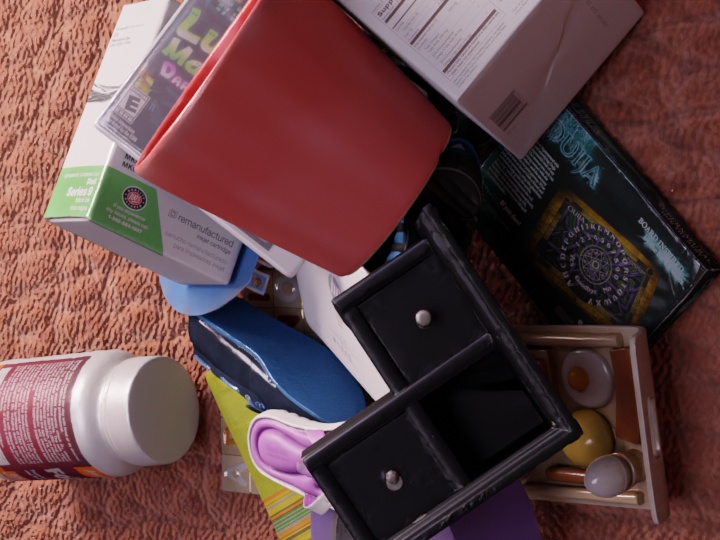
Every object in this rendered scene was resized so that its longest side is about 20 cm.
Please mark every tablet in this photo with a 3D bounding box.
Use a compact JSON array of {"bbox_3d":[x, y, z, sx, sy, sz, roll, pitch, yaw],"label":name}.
[{"bbox_3d":[-0.012,0.033,1.691,0.200,0.014,0.131,-135,31,-54],"label":"tablet"}]

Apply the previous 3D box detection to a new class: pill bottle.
[{"bbox_3d":[-0.250,0.132,1.913,0.199,0.114,0.115,-7,90,37],"label":"pill bottle"}]

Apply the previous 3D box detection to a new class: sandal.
[{"bbox_3d":[-0.032,0.158,1.657,0.202,0.050,0.083,4,106,52],"label":"sandal"}]

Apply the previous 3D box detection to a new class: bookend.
[{"bbox_3d":[0.024,0.089,1.534,0.198,0.092,0.201,-33,90,-1],"label":"bookend"}]

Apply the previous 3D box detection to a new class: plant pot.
[{"bbox_3d":[-0.043,-0.101,1.560,0.177,0.201,0.201,36,120,-9],"label":"plant pot"}]

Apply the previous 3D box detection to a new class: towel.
[{"bbox_3d":[-0.070,0.160,1.832,0.086,0.018,0.201,-36,73,33],"label":"towel"}]

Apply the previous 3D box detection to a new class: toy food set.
[{"bbox_3d":[0.148,0.118,1.622,0.199,0.060,0.144,-1,102,46],"label":"toy food set"}]

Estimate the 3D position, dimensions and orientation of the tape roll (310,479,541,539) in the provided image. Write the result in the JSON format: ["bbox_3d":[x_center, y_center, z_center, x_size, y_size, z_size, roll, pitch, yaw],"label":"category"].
[{"bbox_3d":[0.051,0.223,1.679,0.200,0.085,0.201,23,119,49],"label":"tape roll"}]

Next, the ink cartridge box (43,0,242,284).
[{"bbox_3d":[-0.154,-0.107,1.748,0.084,0.146,0.201,0,68,55],"label":"ink cartridge box"}]

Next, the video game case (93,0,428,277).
[{"bbox_3d":[-0.079,-0.126,1.658,0.200,0.023,0.182,37,92,2],"label":"video game case"}]

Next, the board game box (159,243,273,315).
[{"bbox_3d":[-0.100,-0.049,1.809,0.158,0.039,0.201,5,72,55],"label":"board game box"}]

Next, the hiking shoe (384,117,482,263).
[{"bbox_3d":[0.059,-0.018,1.660,0.074,0.087,0.201,21,132,-1],"label":"hiking shoe"}]

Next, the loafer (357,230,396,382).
[{"bbox_3d":[0.000,0.000,1.739,0.068,0.070,0.202,-1,95,38],"label":"loafer"}]

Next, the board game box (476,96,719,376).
[{"bbox_3d":[0.173,-0.029,1.632,0.200,0.028,0.135,53,123,21],"label":"board game box"}]

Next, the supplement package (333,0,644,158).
[{"bbox_3d":[0.077,-0.217,1.585,0.200,0.152,0.151,43,95,26],"label":"supplement package"}]

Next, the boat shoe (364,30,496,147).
[{"bbox_3d":[0.030,-0.151,1.711,0.199,0.056,0.069,23,108,33],"label":"boat shoe"}]

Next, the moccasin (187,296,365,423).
[{"bbox_3d":[-0.068,0.090,1.782,0.200,0.080,0.069,39,134,36],"label":"moccasin"}]

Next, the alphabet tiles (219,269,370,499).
[{"bbox_3d":[-0.059,0.100,1.833,0.166,0.008,0.201,1,95,37],"label":"alphabet tiles"}]
